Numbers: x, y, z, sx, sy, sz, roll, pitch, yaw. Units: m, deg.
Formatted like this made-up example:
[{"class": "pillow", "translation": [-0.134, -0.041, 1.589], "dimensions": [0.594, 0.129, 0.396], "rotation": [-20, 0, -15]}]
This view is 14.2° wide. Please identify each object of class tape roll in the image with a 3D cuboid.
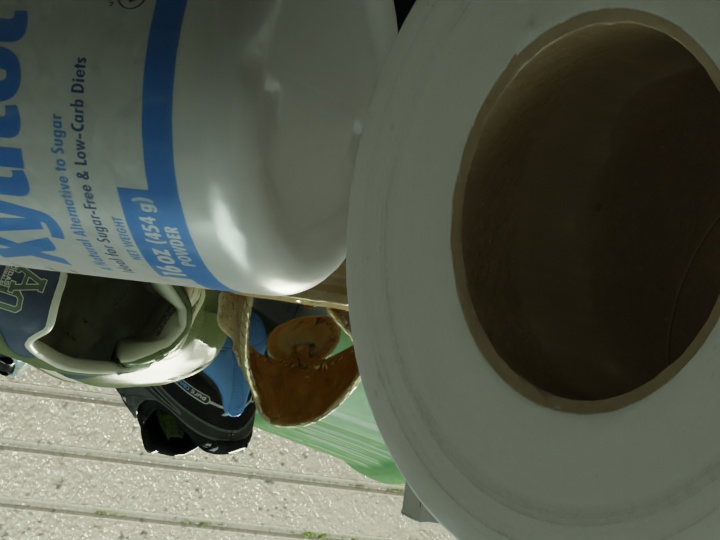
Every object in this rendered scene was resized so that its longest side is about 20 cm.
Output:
[{"class": "tape roll", "translation": [0.111, -0.008, 0.807], "dimensions": [0.139, 0.204, 0.202], "rotation": [9, 177, -42]}]

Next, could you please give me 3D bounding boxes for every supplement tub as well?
[{"class": "supplement tub", "translation": [-0.099, -0.065, 0.945], "dimensions": [0.199, 0.133, 0.132], "rotation": [5, 177, 24]}]

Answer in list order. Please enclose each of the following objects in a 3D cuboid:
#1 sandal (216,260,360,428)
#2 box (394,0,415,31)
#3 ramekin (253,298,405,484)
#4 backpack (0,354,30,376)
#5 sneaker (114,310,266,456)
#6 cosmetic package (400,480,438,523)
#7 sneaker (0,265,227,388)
[{"class": "sandal", "translation": [-0.030, 0.029, 1.180], "dimensions": [0.077, 0.070, 0.212], "rotation": [8, 177, -3]}, {"class": "box", "translation": [-0.018, -0.056, 1.209], "dimensions": [0.181, 0.105, 0.199], "rotation": [7, 177, 40]}, {"class": "ramekin", "translation": [0.000, 0.000, 1.463], "dimensions": [0.097, 0.201, 0.200], "rotation": [17, 173, -27]}, {"class": "backpack", "translation": [-0.193, -0.043, 1.263], "dimensions": [0.154, 0.201, 0.163], "rotation": [-38, -160, -29]}, {"class": "sneaker", "translation": [-0.104, 0.048, 1.438], "dimensions": [0.070, 0.083, 0.199], "rotation": [-4, -170, -25]}, {"class": "cosmetic package", "translation": [0.069, 0.000, 1.110], "dimensions": [0.082, 0.202, 0.051], "rotation": [8, 178, -11]}, {"class": "sneaker", "translation": [-0.101, 0.020, 1.208], "dimensions": [0.089, 0.068, 0.200], "rotation": [15, 179, 36]}]
